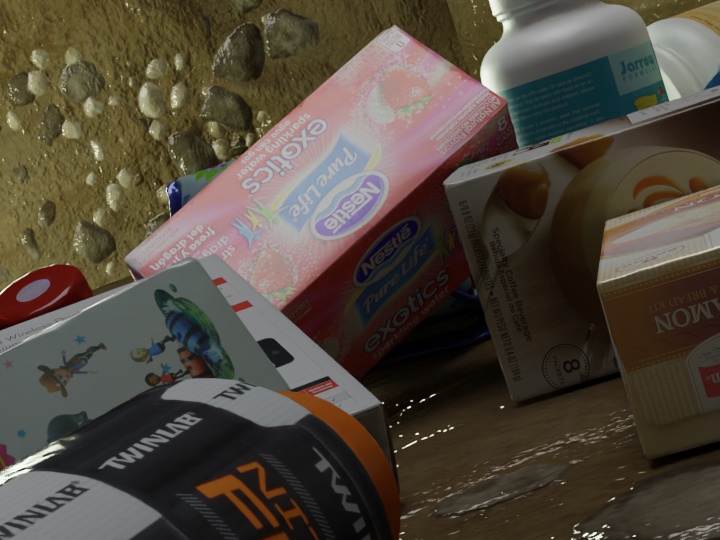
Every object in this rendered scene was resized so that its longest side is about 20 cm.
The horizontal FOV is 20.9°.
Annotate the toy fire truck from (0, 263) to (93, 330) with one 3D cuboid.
[{"bbox_3d":[-0.220,0.095,1.205,0.199,0.113,0.168,-18,29,10],"label":"toy fire truck"}]

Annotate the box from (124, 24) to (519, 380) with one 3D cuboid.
[{"bbox_3d":[-0.012,-0.019,1.039,0.200,0.103,0.095,-42,55,-16],"label":"box"}]

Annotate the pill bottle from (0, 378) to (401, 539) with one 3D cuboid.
[{"bbox_3d":[-0.055,0.090,0.510,0.106,0.107,0.200,-16,6,24],"label":"pill bottle"}]

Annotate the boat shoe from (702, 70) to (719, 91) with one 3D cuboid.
[{"bbox_3d":[0.214,-0.062,1.065,0.068,0.085,0.200,-3,-24,-21],"label":"boat shoe"}]

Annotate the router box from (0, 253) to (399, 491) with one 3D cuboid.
[{"bbox_3d":[-0.111,0.075,0.839,0.199,0.049,0.179,-20,29,-19],"label":"router box"}]

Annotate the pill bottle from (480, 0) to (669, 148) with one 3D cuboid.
[{"bbox_3d":[0.143,-0.092,1.235,0.110,0.201,0.111,-18,5,2],"label":"pill bottle"}]

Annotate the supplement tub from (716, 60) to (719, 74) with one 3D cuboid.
[{"bbox_3d":[0.301,-0.112,1.198,0.144,0.145,0.200,-16,6,30],"label":"supplement tub"}]

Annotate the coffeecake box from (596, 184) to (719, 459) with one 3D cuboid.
[{"bbox_3d":[0.180,0.002,0.804,0.153,0.073,0.200,-17,6,10],"label":"coffeecake box"}]

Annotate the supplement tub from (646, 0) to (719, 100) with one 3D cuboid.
[{"bbox_3d":[0.293,-0.142,1.562,0.199,0.145,0.144,-21,6,-31],"label":"supplement tub"}]

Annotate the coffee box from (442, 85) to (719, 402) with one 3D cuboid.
[{"bbox_3d":[0.154,-0.023,0.948,0.199,0.115,0.080,-18,5,11],"label":"coffee box"}]

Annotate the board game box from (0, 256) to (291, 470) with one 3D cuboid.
[{"bbox_3d":[-0.135,0.090,0.643,0.200,0.064,0.148,-30,-14,-32],"label":"board game box"}]

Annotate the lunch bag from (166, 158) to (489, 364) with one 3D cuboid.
[{"bbox_3d":[0.000,0.000,1.234,0.169,0.128,0.200,-15,-24,29],"label":"lunch bag"}]
